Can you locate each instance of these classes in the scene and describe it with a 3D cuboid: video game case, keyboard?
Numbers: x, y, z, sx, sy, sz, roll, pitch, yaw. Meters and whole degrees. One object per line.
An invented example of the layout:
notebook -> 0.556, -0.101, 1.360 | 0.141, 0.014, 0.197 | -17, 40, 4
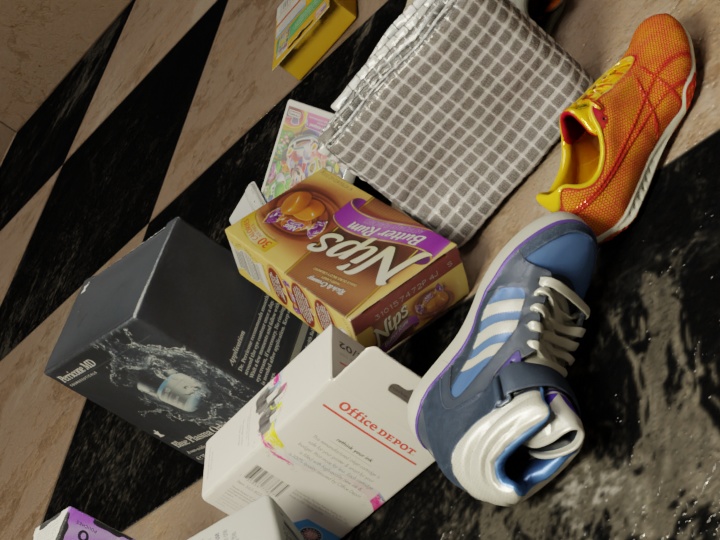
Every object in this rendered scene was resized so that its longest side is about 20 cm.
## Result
video game case -> -0.063, -0.068, 1.348 | 0.143, 0.018, 0.202 | 26, 101, 52
keyboard -> -0.093, -0.012, 1.352 | 0.057, 0.011, 0.201 | -61, 40, 29

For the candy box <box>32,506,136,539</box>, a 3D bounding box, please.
candy box -> -0.210, 0.322, 1.045 | 0.071, 0.167, 0.201 | -35, 31, 42

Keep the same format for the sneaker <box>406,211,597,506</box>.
sneaker -> 0.125, 0.064, 0.862 | 0.201, 0.080, 0.146 | -53, 31, -3

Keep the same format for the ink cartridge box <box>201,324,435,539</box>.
ink cartridge box -> -0.017, 0.124, 0.998 | 0.200, 0.115, 0.068 | -43, 26, 25

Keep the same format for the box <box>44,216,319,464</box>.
box -> -0.161, 0.075, 1.238 | 0.196, 0.199, 0.118 | -28, 35, 48

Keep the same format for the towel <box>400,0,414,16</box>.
towel -> 0.070, -0.183, 1.216 | 0.034, 0.133, 0.201 | -5, 50, 32

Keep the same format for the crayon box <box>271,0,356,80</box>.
crayon box -> -0.063, -0.350, 1.799 | 0.126, 0.051, 0.201 | -44, 25, 26

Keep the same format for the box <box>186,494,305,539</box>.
box -> -0.111, 0.289, 0.902 | 0.199, 0.105, 0.184 | -30, 26, 3

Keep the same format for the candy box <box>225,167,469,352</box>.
candy box -> -0.015, -0.008, 1.111 | 0.116, 0.057, 0.200 | -33, 38, -20

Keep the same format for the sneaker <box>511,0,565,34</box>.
sneaker -> 0.169, -0.281, 1.242 | 0.079, 0.074, 0.202 | -13, 53, 45

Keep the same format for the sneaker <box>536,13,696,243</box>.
sneaker -> 0.193, -0.118, 0.960 | 0.073, 0.077, 0.201 | -19, 41, 57

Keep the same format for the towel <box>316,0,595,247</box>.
towel -> 0.079, -0.133, 1.092 | 0.200, 0.165, 0.086 | -50, 30, 14
